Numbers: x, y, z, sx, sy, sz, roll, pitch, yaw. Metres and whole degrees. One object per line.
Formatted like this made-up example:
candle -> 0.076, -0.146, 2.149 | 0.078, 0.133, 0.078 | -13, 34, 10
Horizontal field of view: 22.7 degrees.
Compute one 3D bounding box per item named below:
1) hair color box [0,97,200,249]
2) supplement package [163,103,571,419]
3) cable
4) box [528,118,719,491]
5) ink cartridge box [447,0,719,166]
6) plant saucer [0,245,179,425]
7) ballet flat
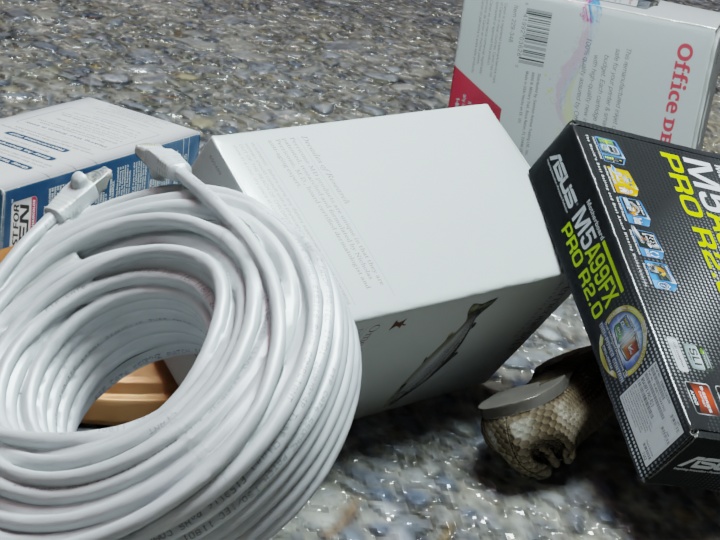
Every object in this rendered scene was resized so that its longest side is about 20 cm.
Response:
hair color box -> -0.200, -0.057, 1.144 | 0.100, 0.061, 0.200 | 18, 22, 26
supplement package -> 0.000, 0.000, 0.930 | 0.199, 0.117, 0.118 | -12, 61, -43
cable -> -0.098, 0.050, 0.762 | 0.200, 0.069, 0.200 | -45, 45, -18
box -> 0.186, 0.021, 0.930 | 0.160, 0.044, 0.201 | 10, 48, -31
ink cartridge box -> 0.176, -0.146, 1.410 | 0.199, 0.148, 0.086 | 14, 22, 13
plant saucer -> -0.138, 0.026, 0.981 | 0.199, 0.038, 0.200 | 8, 19, -3
ballet flat -> 0.119, 0.070, 0.961 | 0.067, 0.047, 0.200 | -17, 1, 28
